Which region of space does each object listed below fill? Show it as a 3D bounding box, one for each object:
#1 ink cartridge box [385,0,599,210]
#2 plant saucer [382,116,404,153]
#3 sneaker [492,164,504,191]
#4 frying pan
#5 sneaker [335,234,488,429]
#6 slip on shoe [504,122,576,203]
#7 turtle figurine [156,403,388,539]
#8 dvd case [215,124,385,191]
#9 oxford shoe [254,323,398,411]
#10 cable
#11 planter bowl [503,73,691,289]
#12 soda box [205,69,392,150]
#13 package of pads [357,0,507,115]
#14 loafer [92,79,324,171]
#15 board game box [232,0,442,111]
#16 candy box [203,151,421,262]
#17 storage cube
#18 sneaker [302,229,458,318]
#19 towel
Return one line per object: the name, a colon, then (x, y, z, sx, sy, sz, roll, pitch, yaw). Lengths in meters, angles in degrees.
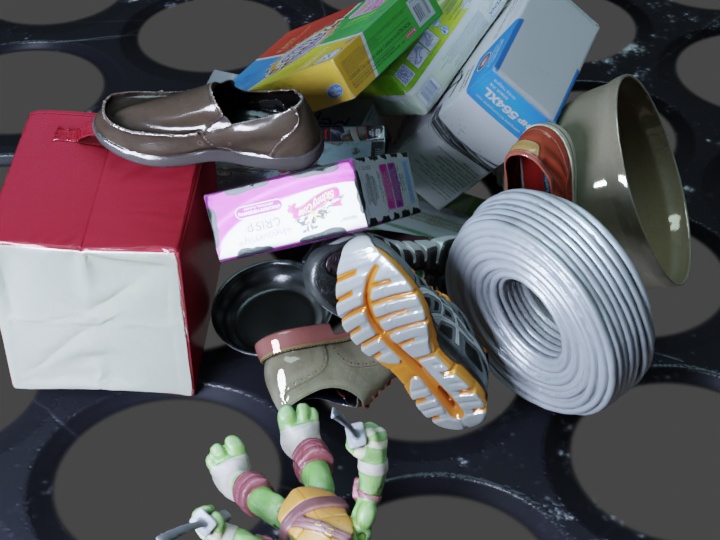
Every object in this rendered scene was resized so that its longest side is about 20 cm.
ink cartridge box: (0.124, -0.170, 1.478, 0.084, 0.200, 0.147, 37, 53, -14)
plant saucer: (0.011, -0.153, 1.621, 0.197, 0.030, 0.201, 10, 28, -5)
sneaker: (0.175, -0.142, 1.613, 0.079, 0.077, 0.201, 1, 37, -15)
frying pan: (-0.074, 0.009, 1.416, 0.113, 0.031, 0.191, 3, 48, 11)
sneaker: (0.046, 0.043, 1.273, 0.078, 0.201, 0.078, -14, 35, 31)
slip on shoe: (0.162, -0.027, 1.342, 0.073, 0.202, 0.061, 7, 25, 40)
turtle figurine: (-0.056, 0.151, 1.139, 0.199, 0.145, 0.194, 33, 3, -27)
dvd case: (-0.077, -0.090, 1.440, 0.197, 0.146, 0.022, -2, 62, -3)
oxford shoe: (0.006, 0.085, 1.331, 0.198, 0.070, 0.076, -7, 73, -21)
cable: (0.156, 0.027, 1.278, 0.069, 0.202, 0.199, -35, 46, -26)
planter bowl: (0.217, -0.070, 1.436, 0.133, 0.201, 0.201, -14, 30, 25)
soda box: (-0.073, -0.143, 1.526, 0.198, 0.064, 0.069, 15, 65, 30)
package of pads: (0.048, -0.231, 1.514, 0.155, 0.068, 0.200, -55, 24, -11)
loafer: (-0.128, -0.134, 1.280, 0.197, 0.072, 0.074, 2, 42, 3)
board game box: (-0.039, -0.193, 1.415, 0.199, 0.041, 0.153, -12, 27, 47)
candy box: (-0.036, -0.057, 1.318, 0.135, 0.062, 0.200, -13, 3, 16)
storage cube: (-0.221, -0.016, 1.342, 0.169, 0.202, 0.181, 3, 43, 3)
sneaker: (0.000, 0.000, 1.345, 0.199, 0.077, 0.115, -1, 8, -45)
towel: (0.053, -0.023, 1.494, 0.148, 0.031, 0.200, 19, 38, 20)
